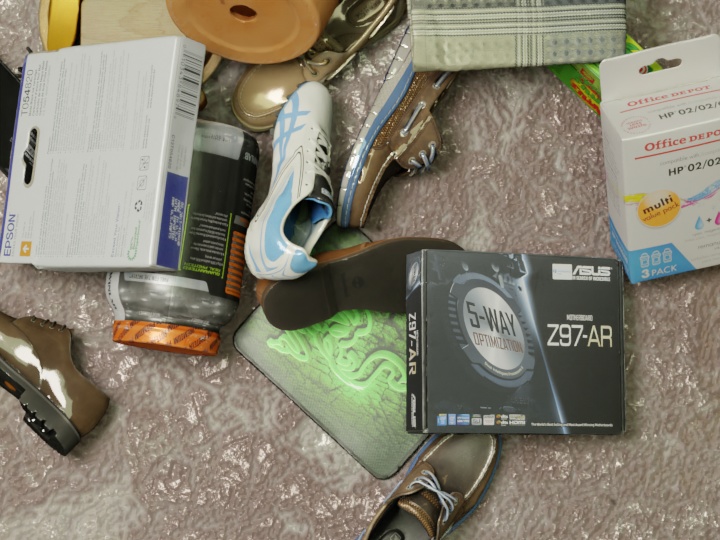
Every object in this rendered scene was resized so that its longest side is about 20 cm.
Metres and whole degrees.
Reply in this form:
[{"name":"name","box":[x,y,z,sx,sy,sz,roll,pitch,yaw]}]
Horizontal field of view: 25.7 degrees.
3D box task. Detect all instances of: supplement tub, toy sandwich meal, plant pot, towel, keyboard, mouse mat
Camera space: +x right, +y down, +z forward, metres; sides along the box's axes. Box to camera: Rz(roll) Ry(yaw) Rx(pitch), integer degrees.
[{"name":"supplement tub","box":[-0.161,-0.029,1.415,0.121,0.123,0.202,8,82,1]},{"name":"toy sandwich meal","box":[-0.212,-0.234,1.466,0.203,0.070,0.207,0,83,0]},{"name":"plant pot","box":[-0.090,-0.277,1.387,0.198,0.201,0.141,9,62,1]},{"name":"towel","box":[0.133,-0.271,1.391,0.198,0.035,0.194,-2,86,-3]},{"name":"keyboard","box":[-0.295,-0.126,1.480,0.104,0.040,0.200,-44,85,19]},{"name":"mouse mat","box":[0.002,0.072,1.460,0.200,0.008,0.161,41,85,6]}]

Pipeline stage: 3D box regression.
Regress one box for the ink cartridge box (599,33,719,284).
[{"name":"ink cartridge box","box":[0.277,-0.096,1.390,0.114,0.068,0.201,-13,127,-2]}]

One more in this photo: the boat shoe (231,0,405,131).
[{"name":"boat shoe","box":[-0.042,-0.210,1.465,0.200,0.065,0.071,-43,85,-5]}]

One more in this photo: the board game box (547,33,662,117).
[{"name":"board game box","box":[0.181,-0.225,1.448,0.048,0.102,0.200,-45,85,-4]}]

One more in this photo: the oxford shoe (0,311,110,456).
[{"name":"oxford shoe","box":[-0.306,0.070,1.438,0.200,0.073,0.084,46,69,3]}]

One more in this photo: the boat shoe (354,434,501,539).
[{"name":"boat shoe","box":[0.058,0.214,1.409,0.072,0.072,0.200,37,84,5]}]

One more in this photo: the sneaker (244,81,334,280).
[{"name":"sneaker","box":[-0.048,-0.080,1.400,0.072,0.072,0.201,-3,59,26]}]

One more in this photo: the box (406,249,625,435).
[{"name":"box","box":[0.139,0.066,1.411,0.198,0.043,0.162,3,83,-19]}]

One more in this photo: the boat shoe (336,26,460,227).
[{"name":"boat shoe","box":[0.039,-0.125,1.444,0.072,0.072,0.201,23,83,1]}]

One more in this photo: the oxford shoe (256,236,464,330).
[{"name":"oxford shoe","box":[0.000,0.000,1.436,0.198,0.071,0.072,-9,112,-15]}]

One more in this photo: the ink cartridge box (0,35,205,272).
[{"name":"ink cartridge box","box":[-0.227,-0.098,1.376,0.199,0.040,0.202,2,82,38]}]
